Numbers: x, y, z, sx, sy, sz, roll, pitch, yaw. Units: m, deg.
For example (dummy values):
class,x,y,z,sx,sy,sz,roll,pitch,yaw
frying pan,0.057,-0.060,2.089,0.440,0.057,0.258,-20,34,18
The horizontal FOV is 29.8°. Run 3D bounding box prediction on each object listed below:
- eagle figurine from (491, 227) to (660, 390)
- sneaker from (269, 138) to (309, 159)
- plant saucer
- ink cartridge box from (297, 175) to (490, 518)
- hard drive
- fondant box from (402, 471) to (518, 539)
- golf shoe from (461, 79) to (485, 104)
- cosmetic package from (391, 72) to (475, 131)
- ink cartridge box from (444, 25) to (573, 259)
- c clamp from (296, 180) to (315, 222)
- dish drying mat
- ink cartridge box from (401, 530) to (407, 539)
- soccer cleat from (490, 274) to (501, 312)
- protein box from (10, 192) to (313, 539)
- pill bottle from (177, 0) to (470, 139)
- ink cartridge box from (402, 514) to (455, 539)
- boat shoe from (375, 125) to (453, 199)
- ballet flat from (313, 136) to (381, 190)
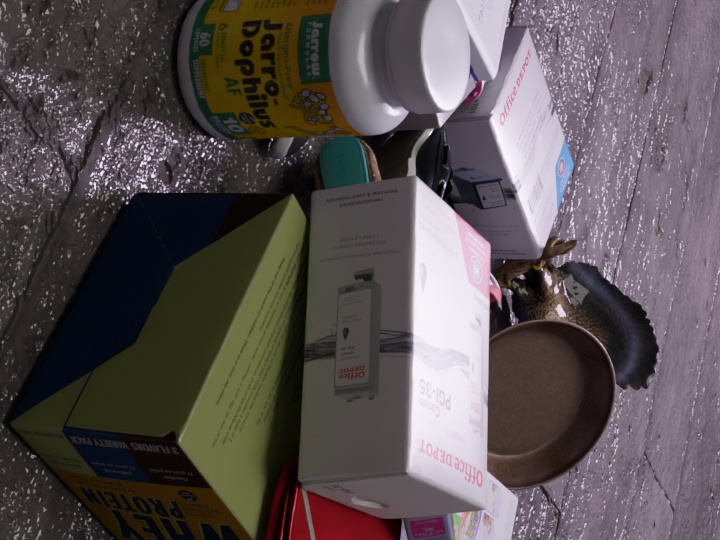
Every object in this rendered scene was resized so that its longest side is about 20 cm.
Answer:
class,x,y,z,sx,sy,sz,roll,pitch,yaw
eagle figurine,0.220,0.056,1.515,0.151,0.151,0.200,-47,117,-10
sneaker,0.011,-0.156,1.112,0.099,0.071,0.201,36,80,-10
plant saucer,0.176,0.138,1.446,0.037,0.199,0.202,-127,-158,-63
ink cartridge box,0.028,0.058,0.923,0.146,0.082,0.202,35,52,-58
hard drive,0.090,-0.282,1.207,0.200,0.025,0.133,51,45,-52
fondant box,0.091,0.270,1.376,0.200,0.058,0.146,46,52,-54
golf shoe,0.081,-0.264,1.301,0.092,0.075,0.202,-47,128,-49
cosmetic package,0.035,-0.235,1.215,0.107,0.089,0.201,-52,132,-50
ink cartridge box,0.149,-0.133,1.428,0.201,0.085,0.147,62,41,-40
c clamp,0.000,0.000,1.137,0.170,0.027,0.201,-5,65,-54
dish drying mat,-0.013,0.182,0.944,0.200,0.018,0.078,37,60,-62
ink cartridge box,-0.017,0.307,1.153,0.199,0.083,0.147,1,91,-61
soccer cleat,0.070,-0.016,1.321,0.200,0.068,0.086,34,29,-42
protein box,-0.099,0.086,0.935,0.201,0.134,0.200,61,41,-44
pill bottle,-0.026,-0.154,0.990,0.112,0.198,0.114,-7,98,-61
ink cartridge box,0.052,0.178,1.077,0.201,0.042,0.120,82,2,-57
boat shoe,0.054,-0.083,1.226,0.066,0.074,0.200,48,23,-17
ballet flat,0.001,-0.019,1.085,0.065,0.070,0.201,66,17,-51
